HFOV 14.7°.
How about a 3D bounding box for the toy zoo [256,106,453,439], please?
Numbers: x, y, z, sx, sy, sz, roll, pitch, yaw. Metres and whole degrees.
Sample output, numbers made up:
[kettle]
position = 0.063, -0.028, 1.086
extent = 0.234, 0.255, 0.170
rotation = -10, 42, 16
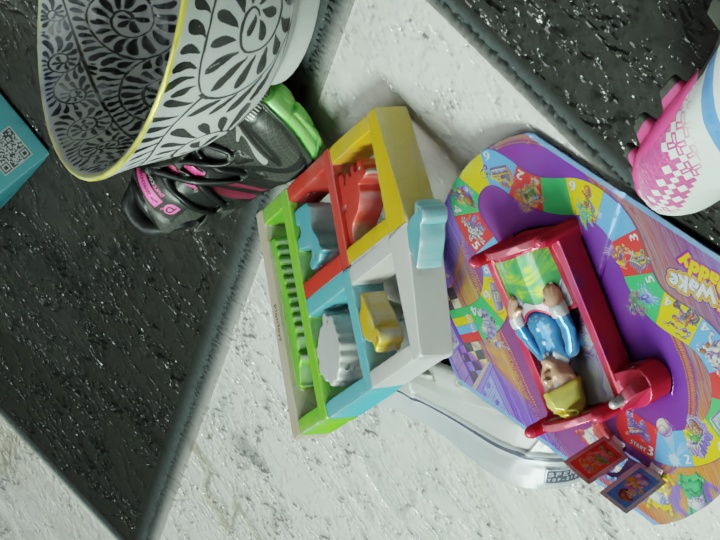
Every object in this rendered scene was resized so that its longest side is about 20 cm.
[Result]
[toy zoo]
position = 0.000, 0.000, 1.434
extent = 0.200, 0.020, 0.131
rotation = 141, 122, -60

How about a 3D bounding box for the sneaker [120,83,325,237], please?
[sneaker]
position = -0.079, -0.057, 1.506
extent = 0.077, 0.084, 0.200
rotation = 49, 157, 1

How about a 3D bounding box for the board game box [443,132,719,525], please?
[board game box]
position = 0.097, 0.033, 1.318
extent = 0.200, 0.039, 0.158
rotation = 36, 132, 29

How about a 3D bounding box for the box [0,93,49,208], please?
[box]
position = -0.274, -0.071, 1.875
extent = 0.082, 0.049, 0.200
rotation = 51, 157, -3

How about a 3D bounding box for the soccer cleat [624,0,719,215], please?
[soccer cleat]
position = 0.163, -0.058, 1.093
extent = 0.086, 0.070, 0.200
rotation = 45, 156, 12

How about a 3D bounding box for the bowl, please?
[bowl]
position = -0.079, -0.138, 1.333
extent = 0.201, 0.094, 0.201
rotation = -20, 67, 61

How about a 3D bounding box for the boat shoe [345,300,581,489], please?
[boat shoe]
position = 0.047, 0.046, 1.461
extent = 0.200, 0.072, 0.066
rotation = 36, 131, 49
